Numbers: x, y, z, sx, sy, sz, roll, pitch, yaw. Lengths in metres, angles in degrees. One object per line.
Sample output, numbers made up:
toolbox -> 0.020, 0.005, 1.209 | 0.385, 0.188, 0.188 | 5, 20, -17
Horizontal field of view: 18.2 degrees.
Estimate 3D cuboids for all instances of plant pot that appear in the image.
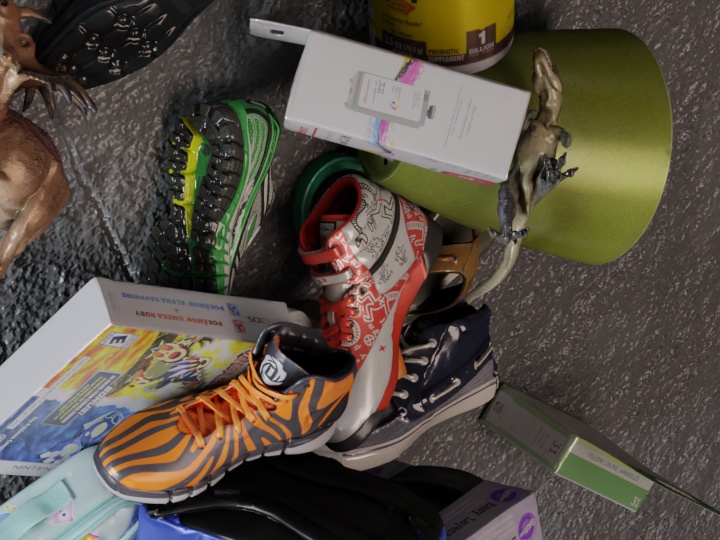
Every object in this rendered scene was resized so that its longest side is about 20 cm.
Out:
plant pot -> 0.105, -0.104, 1.728 | 0.200, 0.187, 0.187 | 4, 114, -29

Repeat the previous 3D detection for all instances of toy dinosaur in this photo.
toy dinosaur -> -0.228, -0.072, 1.487 | 0.136, 0.086, 0.200 | -46, 151, -26
toy dinosaur -> 0.119, -0.058, 1.619 | 0.047, 0.088, 0.200 | 17, 102, -6

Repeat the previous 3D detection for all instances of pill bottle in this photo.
pill bottle -> 0.058, -0.248, 1.623 | 0.109, 0.109, 0.200 | -25, 131, -29

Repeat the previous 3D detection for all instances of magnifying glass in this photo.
magnifying glass -> 0.000, 0.000, 1.766 | 0.080, 0.022, 0.200 | -29, 120, -23

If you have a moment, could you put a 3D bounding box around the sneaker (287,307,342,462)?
sneaker -> -0.069, 0.111, 1.758 | 0.078, 0.079, 0.200 | -39, 131, -44

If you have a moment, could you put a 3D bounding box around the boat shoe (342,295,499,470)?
boat shoe -> 0.033, 0.088, 1.860 | 0.200, 0.075, 0.093 | -28, 126, -38

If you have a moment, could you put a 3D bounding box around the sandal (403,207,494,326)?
sandal -> 0.055, 0.004, 1.827 | 0.200, 0.055, 0.082 | -41, 136, -13

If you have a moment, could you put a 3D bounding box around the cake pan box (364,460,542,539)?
cake pan box -> 0.020, 0.219, 1.813 | 0.200, 0.184, 0.052 | -27, 119, -43

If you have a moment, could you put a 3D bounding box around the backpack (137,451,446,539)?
backpack -> -0.039, 0.222, 1.634 | 0.163, 0.200, 0.168 | -44, 142, -52

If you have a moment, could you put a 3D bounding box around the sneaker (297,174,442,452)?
sneaker -> -0.014, 0.028, 1.697 | 0.108, 0.067, 0.202 | 34, 69, -39

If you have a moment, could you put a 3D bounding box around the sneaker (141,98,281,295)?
sneaker -> -0.099, -0.032, 1.645 | 0.085, 0.078, 0.200 | -15, 131, -47

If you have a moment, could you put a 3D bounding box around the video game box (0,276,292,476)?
video game box -> -0.173, 0.083, 1.609 | 0.182, 0.047, 0.200 | 6, 142, -47

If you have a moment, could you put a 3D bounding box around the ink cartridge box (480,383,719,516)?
ink cartridge box -> 0.219, 0.178, 1.986 | 0.145, 0.200, 0.048 | 28, 96, -48

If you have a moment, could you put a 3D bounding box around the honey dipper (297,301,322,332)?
honey dipper -> -0.054, 0.121, 1.819 | 0.038, 0.038, 0.200 | -8, 123, -40

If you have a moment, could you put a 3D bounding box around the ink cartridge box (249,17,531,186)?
ink cartridge box -> 0.010, -0.118, 1.581 | 0.200, 0.116, 0.068 | 16, 89, -2

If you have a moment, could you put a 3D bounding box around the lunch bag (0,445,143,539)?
lunch bag -> -0.232, 0.221, 1.649 | 0.200, 0.077, 0.160 | -37, 154, -3

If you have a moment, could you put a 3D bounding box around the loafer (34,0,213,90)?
loafer -> -0.139, -0.194, 1.509 | 0.200, 0.070, 0.068 | -36, 136, 6

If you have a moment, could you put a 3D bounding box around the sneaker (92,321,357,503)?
sneaker -> -0.090, 0.090, 1.566 | 0.200, 0.078, 0.112 | -19, 152, -33
